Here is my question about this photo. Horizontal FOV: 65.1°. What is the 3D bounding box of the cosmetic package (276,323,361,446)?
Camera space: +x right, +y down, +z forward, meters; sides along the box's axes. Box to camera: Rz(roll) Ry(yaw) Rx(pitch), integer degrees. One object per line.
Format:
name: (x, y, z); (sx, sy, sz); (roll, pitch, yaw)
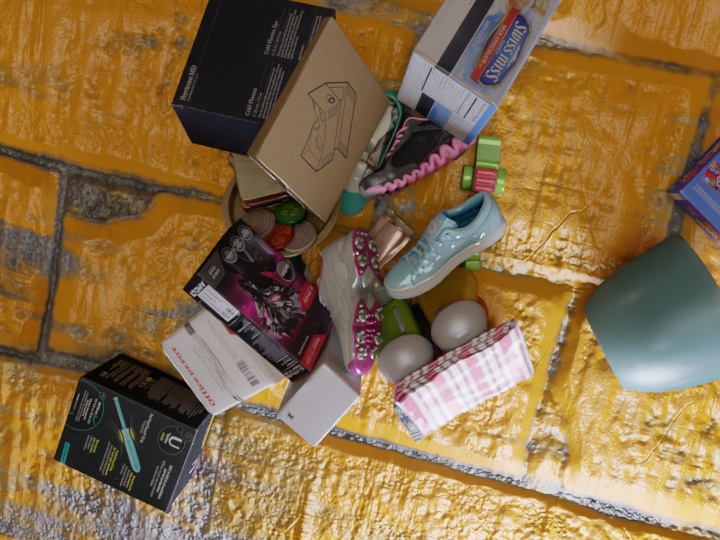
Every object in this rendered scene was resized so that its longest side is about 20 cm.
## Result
cosmetic package: (-0.053, 0.158, 0.837); (0.071, 0.200, 0.102); (41, 100, -6)

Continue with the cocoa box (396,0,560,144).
cocoa box: (0.160, -0.305, 0.767); (0.130, 0.133, 0.202); (32, 80, 0)

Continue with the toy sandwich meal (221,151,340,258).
toy sandwich meal: (-0.121, -0.118, 0.839); (0.200, 0.071, 0.210); (-1, 65, 2)

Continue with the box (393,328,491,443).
box: (0.149, 0.181, 0.893); (0.198, 0.064, 0.071); (-37, 94, 8)

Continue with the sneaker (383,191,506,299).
sneaker: (0.107, -0.043, 0.791); (0.198, 0.074, 0.082); (-36, 129, 0)

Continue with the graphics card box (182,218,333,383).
graphics card box: (-0.129, 0.040, 0.774); (0.200, 0.126, 0.051); (43, 131, -15)

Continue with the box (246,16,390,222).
box: (-0.046, -0.189, 0.737); (0.021, 0.163, 0.203); (21, 79, 37)

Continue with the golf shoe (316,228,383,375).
golf shoe: (-0.018, 0.046, 0.794); (0.090, 0.075, 0.205); (-13, 68, 32)

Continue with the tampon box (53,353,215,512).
tampon box: (-0.354, 0.256, 0.915); (0.196, 0.126, 0.153); (24, 100, 0)

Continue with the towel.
towel: (0.151, 0.159, 0.798); (0.197, 0.030, 0.147); (-30, 137, 5)

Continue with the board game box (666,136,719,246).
board game box: (0.576, -0.096, 0.828); (0.200, 0.045, 0.135); (44, 99, -2)

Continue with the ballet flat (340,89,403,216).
ballet flat: (0.007, -0.179, 0.854); (0.066, 0.070, 0.204); (24, 99, 1)

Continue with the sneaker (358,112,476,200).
sneaker: (0.072, -0.179, 0.832); (0.198, 0.079, 0.097); (-32, 94, -15)

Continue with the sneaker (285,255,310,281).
sneaker: (-0.146, 0.021, 0.890); (0.126, 0.080, 0.204); (-9, 97, 7)

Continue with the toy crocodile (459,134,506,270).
toy crocodile: (0.178, -0.101, 0.854); (0.066, 0.062, 0.205); (12, 98, 3)

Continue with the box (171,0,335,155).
box: (-0.141, -0.274, 0.803); (0.178, 0.104, 0.204); (14, 73, 2)

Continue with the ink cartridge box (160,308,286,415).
ink cartridge box: (-0.192, 0.114, 0.862); (0.198, 0.083, 0.148); (-31, 98, 37)

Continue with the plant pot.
plant pot: (0.416, 0.076, 0.797); (0.159, 0.201, 0.203); (-29, 95, 21)

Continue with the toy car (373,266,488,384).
toy car: (0.102, 0.087, 0.854); (0.198, 0.176, 0.151); (-32, 131, 8)

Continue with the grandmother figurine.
grandmother figurine: (0.000, 0.000, 0.865); (0.060, 0.122, 0.201); (37, 100, -28)
